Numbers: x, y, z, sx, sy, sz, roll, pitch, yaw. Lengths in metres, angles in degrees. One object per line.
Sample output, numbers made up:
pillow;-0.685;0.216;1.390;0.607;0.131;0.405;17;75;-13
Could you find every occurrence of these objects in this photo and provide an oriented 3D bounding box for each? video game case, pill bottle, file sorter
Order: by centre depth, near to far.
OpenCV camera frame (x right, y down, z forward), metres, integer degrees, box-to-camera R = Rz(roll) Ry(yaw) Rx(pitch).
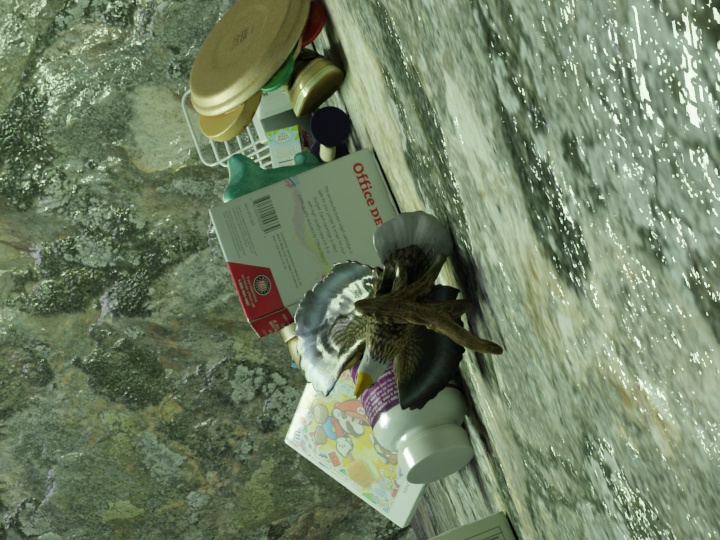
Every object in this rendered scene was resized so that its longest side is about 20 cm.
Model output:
pill bottle;0.054;0.137;1.227;0.112;0.112;0.201;77;172;-58
video game case;0.010;0.200;1.354;0.200;0.023;0.183;33;117;21
file sorter;-0.172;-0.240;1.728;0.200;0.124;0.139;-5;-107;-65

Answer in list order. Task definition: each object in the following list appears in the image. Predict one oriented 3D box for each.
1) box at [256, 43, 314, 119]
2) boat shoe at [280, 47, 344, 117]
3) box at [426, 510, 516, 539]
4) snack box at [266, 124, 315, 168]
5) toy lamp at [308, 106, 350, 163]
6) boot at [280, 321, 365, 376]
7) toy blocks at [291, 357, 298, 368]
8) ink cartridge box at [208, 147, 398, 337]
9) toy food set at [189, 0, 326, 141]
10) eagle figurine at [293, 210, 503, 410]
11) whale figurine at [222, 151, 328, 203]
box;-0.120;-0.294;1.509;0.200;0.097;0.125;-150;40;-84
boat shoe;-0.067;-0.225;1.261;0.066;0.074;0.200;49;177;-5
box;0.143;0.399;1.215;0.109;0.127;0.201;76;173;-59
snack box;-0.074;-0.121;1.570;0.200;0.053;0.143;22;-122;-76
toy lamp;-0.041;-0.164;1.419;0.200;0.058;0.058;118;132;-83
boot;0.003;0.062;1.186;0.073;0.200;0.076;-5;-111;-55
toy blocks;-0.026;0.108;1.413;0.100;0.136;0.201;-23;-60;-71
ink cartridge box;-0.052;-0.030;1.226;0.083;0.199;0.146;75;174;-72
toy food set;-0.122;-0.255;1.238;0.049;0.198;0.200;37;-155;-34
eagle figurine;0.025;0.054;0.967;0.152;0.151;0.200;58;166;8
whale figurine;-0.069;-0.091;1.328;0.104;0.199;0.160;-39;37;48
